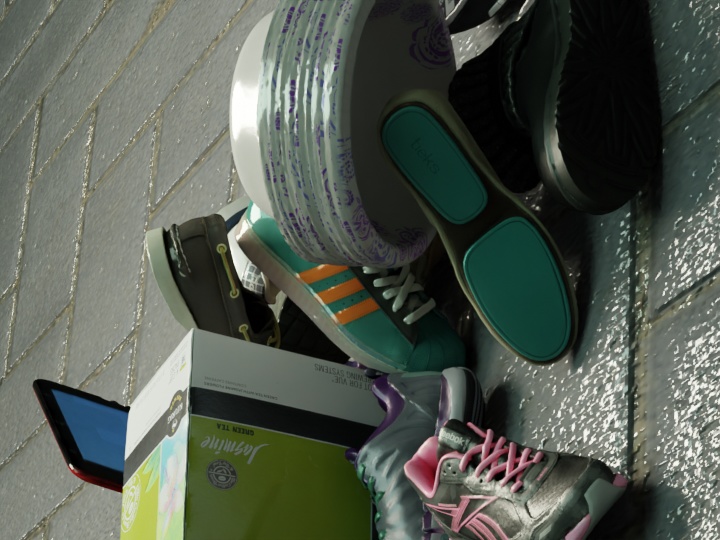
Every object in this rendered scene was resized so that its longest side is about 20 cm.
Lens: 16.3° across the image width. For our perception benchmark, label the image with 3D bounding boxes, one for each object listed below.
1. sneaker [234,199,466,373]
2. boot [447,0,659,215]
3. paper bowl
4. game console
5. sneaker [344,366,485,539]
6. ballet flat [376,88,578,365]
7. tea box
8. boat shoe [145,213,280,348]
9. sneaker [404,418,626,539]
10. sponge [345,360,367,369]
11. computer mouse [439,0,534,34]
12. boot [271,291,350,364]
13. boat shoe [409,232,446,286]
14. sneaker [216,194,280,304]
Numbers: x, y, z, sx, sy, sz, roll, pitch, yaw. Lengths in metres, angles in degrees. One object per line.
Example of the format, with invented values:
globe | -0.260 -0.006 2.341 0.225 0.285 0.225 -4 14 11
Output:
sneaker | 0.000 0.000 1.771 0.071 0.200 0.080 -34 -23 -51
boot | 0.120 -0.091 1.640 0.158 0.079 0.212 -46 28 44
paper bowl | -0.015 -0.104 1.679 0.104 0.201 0.202 3 76 25
game console | -0.140 0.107 1.949 0.172 0.119 0.200 -38 25 -2
sneaker | 0.029 0.160 1.686 0.075 0.087 0.201 67 -150 -60
ballet flat | 0.079 -0.032 1.633 0.201 0.069 0.069 59 157 -7
tea box | -0.054 0.173 1.752 0.134 0.199 0.198 132 146 -50
boat shoe | -0.091 0.041 1.818 0.072 0.060 0.202 -104 -9 -47
sneaker | 0.086 0.132 1.547 0.079 0.096 0.200 -44 11 -24
sponge | -0.037 0.124 1.977 0.200 0.030 0.112 180 103 -68
computer mouse | 0.109 -0.209 1.804 0.200 0.046 0.141 -47 39 43
boot | -0.039 0.034 1.978 0.131 0.067 0.201 -53 14 49
boat shoe | 0.035 -0.019 1.840 0.071 0.064 0.201 51 141 48
sneaker | -0.019 -0.045 1.894 0.200 0.077 0.080 -38 41 -15
